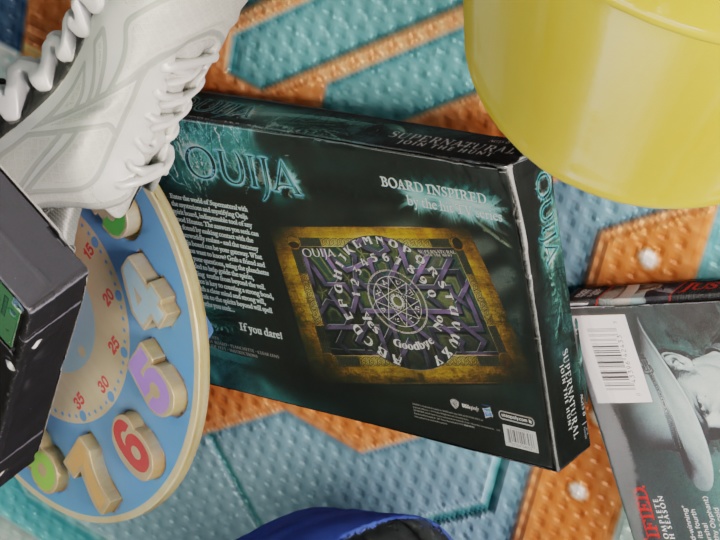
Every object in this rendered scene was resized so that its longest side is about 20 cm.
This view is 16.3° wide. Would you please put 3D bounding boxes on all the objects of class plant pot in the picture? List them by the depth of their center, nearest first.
[{"bbox_3d":[0.111,-0.124,0.796,0.200,0.201,0.189,35,146,14],"label":"plant pot"}]

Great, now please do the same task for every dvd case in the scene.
[{"bbox_3d":[0.182,0.069,0.965,0.199,0.022,0.147,-5,112,38],"label":"dvd case"}]

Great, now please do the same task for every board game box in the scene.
[{"bbox_3d":[0.000,0.000,1.040,0.199,0.028,0.136,12,122,39],"label":"board game box"}]

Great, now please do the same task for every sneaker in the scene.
[{"bbox_3d":[-0.095,-0.074,1.029,0.200,0.075,0.081,-38,73,34],"label":"sneaker"}]

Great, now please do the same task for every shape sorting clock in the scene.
[{"bbox_3d":[-0.137,0.017,1.133,0.199,0.039,0.201,17,113,47],"label":"shape sorting clock"}]

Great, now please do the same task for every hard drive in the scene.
[{"bbox_3d":[-0.182,0.002,1.075,0.140,0.038,0.200,47,153,12],"label":"hard drive"}]

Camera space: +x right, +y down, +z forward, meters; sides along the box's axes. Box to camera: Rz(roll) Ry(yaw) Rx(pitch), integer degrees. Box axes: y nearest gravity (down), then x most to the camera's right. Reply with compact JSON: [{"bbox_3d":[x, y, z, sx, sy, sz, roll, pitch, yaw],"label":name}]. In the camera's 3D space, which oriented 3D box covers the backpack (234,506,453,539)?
[{"bbox_3d":[-0.014,0.207,1.098,0.168,0.162,0.201,-1,119,59],"label":"backpack"}]
